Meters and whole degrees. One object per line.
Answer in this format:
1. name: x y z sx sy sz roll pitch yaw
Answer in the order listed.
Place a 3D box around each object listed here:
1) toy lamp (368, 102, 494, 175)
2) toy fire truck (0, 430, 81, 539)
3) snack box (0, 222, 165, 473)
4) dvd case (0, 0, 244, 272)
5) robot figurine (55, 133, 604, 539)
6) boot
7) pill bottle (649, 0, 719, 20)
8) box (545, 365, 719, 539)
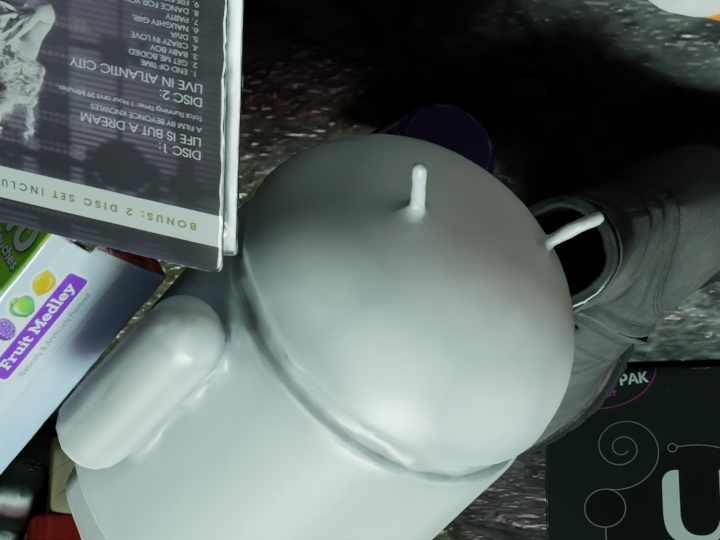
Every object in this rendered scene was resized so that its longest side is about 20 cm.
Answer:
1. toy lamp: 0.000 0.000 1.070 0.058 0.058 0.200 8 152 -14
2. toy fire truck: -0.115 0.192 1.292 0.128 0.201 0.176 8 152 -13
3. snack box: -0.162 0.024 0.935 0.053 0.142 0.200 26 112 -43
4. dvd case: -0.101 -0.099 0.781 0.148 0.016 0.201 13 126 13
5. robot figurine: -0.011 0.037 0.894 0.169 0.113 0.200 1 143 -44
6. boot: 0.051 0.018 1.029 0.131 0.070 0.200 -19 158 -45
7. pill bottle: 0.180 -0.110 0.785 0.199 0.115 0.114 8 152 -15
8. box: 0.179 0.130 1.220 0.199 0.149 0.124 -2 152 5
